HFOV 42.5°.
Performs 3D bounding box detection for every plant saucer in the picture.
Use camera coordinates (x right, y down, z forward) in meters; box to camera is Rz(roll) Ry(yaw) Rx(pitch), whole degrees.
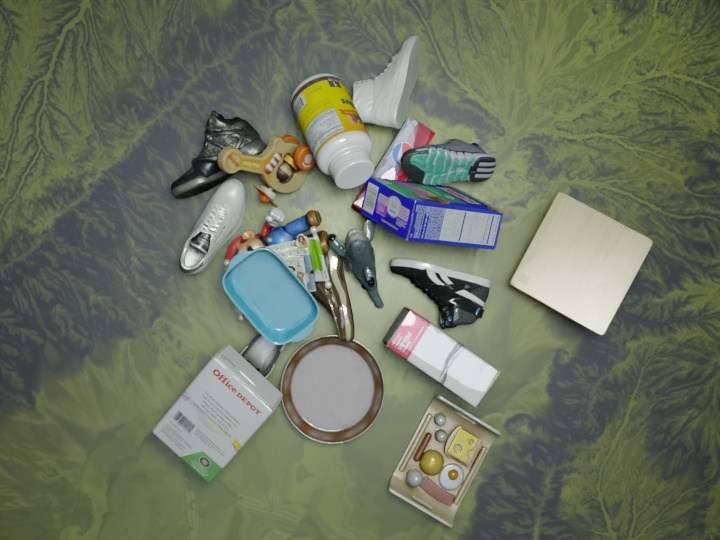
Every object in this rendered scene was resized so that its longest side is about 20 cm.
[{"bbox_3d":[-0.052,0.224,1.752,0.196,0.034,0.204,0,87,-3],"label":"plant saucer"}]

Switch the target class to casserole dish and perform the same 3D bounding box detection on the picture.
[{"bbox_3d":[-0.159,0.042,1.660,0.120,0.039,0.201,-35,109,11],"label":"casserole dish"}]

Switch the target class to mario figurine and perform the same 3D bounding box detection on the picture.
[{"bbox_3d":[-0.159,-0.036,1.697,0.197,0.106,0.125,-20,72,12],"label":"mario figurine"}]

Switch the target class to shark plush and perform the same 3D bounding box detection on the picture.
[{"bbox_3d":[0.000,0.000,1.701,0.089,0.084,0.202,-17,131,-14],"label":"shark plush"}]

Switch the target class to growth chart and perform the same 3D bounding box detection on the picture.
[{"bbox_3d":[-0.150,0.012,1.684,0.197,0.018,0.147,-18,117,4],"label":"growth chart"}]

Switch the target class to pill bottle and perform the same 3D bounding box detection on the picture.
[{"bbox_3d":[-0.047,-0.250,1.678,0.108,0.110,0.202,-23,65,-3],"label":"pill bottle"}]

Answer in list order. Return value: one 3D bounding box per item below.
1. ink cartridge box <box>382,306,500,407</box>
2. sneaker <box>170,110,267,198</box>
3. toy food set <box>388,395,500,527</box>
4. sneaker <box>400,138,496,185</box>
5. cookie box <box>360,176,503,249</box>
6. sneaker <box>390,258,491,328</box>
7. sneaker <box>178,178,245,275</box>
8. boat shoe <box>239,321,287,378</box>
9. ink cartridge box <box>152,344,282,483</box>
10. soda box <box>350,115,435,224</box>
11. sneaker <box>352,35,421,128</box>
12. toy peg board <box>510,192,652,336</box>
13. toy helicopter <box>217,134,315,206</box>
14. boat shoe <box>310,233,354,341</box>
[{"bbox_3d":[0.145,0.157,1.706,0.199,0.147,0.083,35,88,-1],"label":"ink cartridge box"},{"bbox_3d":[-0.284,-0.220,1.733,0.198,0.076,0.115,-34,89,-6],"label":"sneaker"},{"bbox_3d":[0.159,0.359,1.745,0.142,0.060,0.202,29,88,-1],"label":"toy food set"},{"bbox_3d":[0.153,-0.209,1.728,0.197,0.088,0.075,2,127,-27],"label":"sneaker"},{"bbox_3d":[0.128,-0.104,1.663,0.197,0.171,0.077,4,107,-32],"label":"cookie box"},{"bbox_3d":[0.143,0.049,1.746,0.196,0.073,0.114,13,86,-4],"label":"sneaker"},{"bbox_3d":[-0.274,-0.080,1.726,0.076,0.081,0.202,27,86,0],"label":"sneaker"},{"bbox_3d":[-0.197,0.177,1.732,0.074,0.060,0.201,37,87,-2],"label":"boat shoe"},{"bbox_3d":[-0.258,0.259,1.686,0.144,0.084,0.200,41,107,-1],"label":"ink cartridge box"},{"bbox_3d":[0.061,-0.188,1.749,0.063,0.070,0.202,32,87,-4],"label":"soda box"},{"bbox_3d":[0.043,-0.364,1.751,0.114,0.074,0.203,8,64,22],"label":"sneaker"},{"bbox_3d":[0.417,-0.007,1.764,0.197,0.098,0.202,29,87,14],"label":"toy peg board"},{"bbox_3d":[-0.180,-0.184,1.699,0.198,0.079,0.134,3,111,-44],"label":"toy helicopter"},{"bbox_3d":[-0.061,0.037,1.740,0.073,0.075,0.206,-12,76,0],"label":"boat shoe"}]
